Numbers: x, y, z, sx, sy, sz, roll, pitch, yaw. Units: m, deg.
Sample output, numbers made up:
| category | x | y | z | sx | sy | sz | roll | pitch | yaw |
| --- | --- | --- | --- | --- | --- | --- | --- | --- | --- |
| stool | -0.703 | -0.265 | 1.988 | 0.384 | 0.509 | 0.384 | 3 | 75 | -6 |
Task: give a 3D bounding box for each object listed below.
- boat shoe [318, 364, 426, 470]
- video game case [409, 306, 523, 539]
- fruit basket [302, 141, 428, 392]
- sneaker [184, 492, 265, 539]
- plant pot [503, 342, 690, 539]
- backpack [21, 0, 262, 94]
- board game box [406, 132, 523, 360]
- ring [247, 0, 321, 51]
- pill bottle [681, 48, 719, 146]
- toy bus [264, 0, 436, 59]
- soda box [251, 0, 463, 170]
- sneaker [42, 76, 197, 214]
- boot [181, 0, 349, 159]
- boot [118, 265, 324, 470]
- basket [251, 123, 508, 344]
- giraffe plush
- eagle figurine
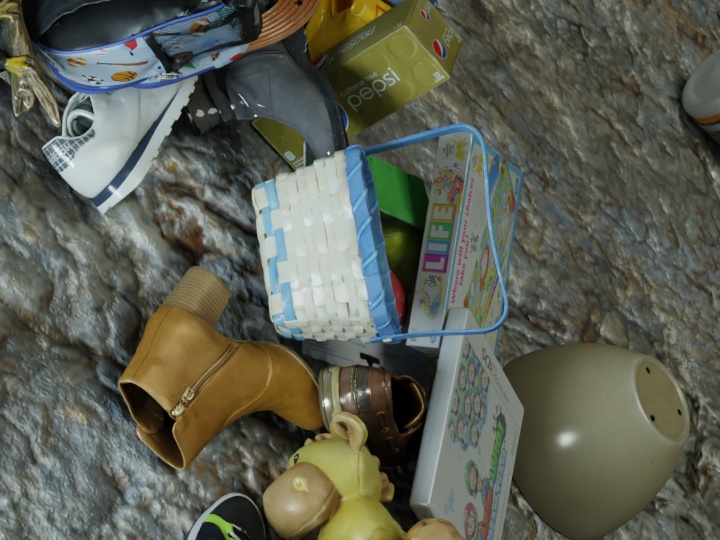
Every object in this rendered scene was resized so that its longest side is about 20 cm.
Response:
| category | x | y | z | sx | sy | sz | roll | pitch | yaw |
| --- | --- | --- | --- | --- | --- | --- | --- | --- | --- |
| boat shoe | 0.026 | 0.128 | 1.687 | 0.200 | 0.067 | 0.072 | 42 | 41 | -64 |
| video game case | 0.099 | 0.165 | 1.744 | 0.182 | 0.024 | 0.201 | 59 | 37 | -49 |
| fruit basket | 0.000 | 0.000 | 1.777 | 0.185 | 0.093 | 0.201 | 20 | 68 | -49 |
| sneaker | -0.097 | 0.246 | 1.479 | 0.072 | 0.083 | 0.200 | 45 | 38 | -22 |
| plant pot | 0.248 | 0.154 | 1.934 | 0.200 | 0.134 | 0.201 | 31 | 45 | -36 |
| backpack | -0.186 | -0.236 | 1.567 | 0.154 | 0.190 | 0.201 | 77 | -4 | -61 |
| board game box | 0.099 | -0.014 | 1.803 | 0.134 | 0.034 | 0.201 | 29 | 68 | -61 |
| ring | -0.132 | -0.250 | 1.735 | 0.201 | 0.199 | 0.019 | -74 | 168 | -45 |
| pill bottle | 0.522 | -0.193 | 2.539 | 0.200 | 0.116 | 0.117 | 41 | 39 | -27 |
| toy bus | 0.007 | -0.279 | 1.888 | 0.135 | 0.192 | 0.201 | 28 | 45 | -36 |
| soda box | -0.004 | -0.174 | 1.790 | 0.068 | 0.200 | 0.064 | 46 | 37 | -20 |
| sneaker | -0.200 | -0.137 | 1.636 | 0.080 | 0.076 | 0.200 | 37 | 39 | -15 |
| boot | -0.092 | -0.143 | 1.720 | 0.070 | 0.131 | 0.200 | 78 | -11 | -56 |
| boot | -0.114 | 0.110 | 1.584 | 0.201 | 0.071 | 0.144 | 50 | 48 | -30 |
| basket | 0.016 | -0.025 | 1.623 | 0.139 | 0.199 | 0.177 | 45 | 37 | -74 |
| giraffe plush | -0.009 | 0.205 | 1.569 | 0.163 | 0.172 | 0.200 | 58 | 26 | 10 |
| eagle figurine | -0.342 | -0.166 | 1.454 | 0.199 | 0.152 | 0.152 | -11 | 28 | -24 |
